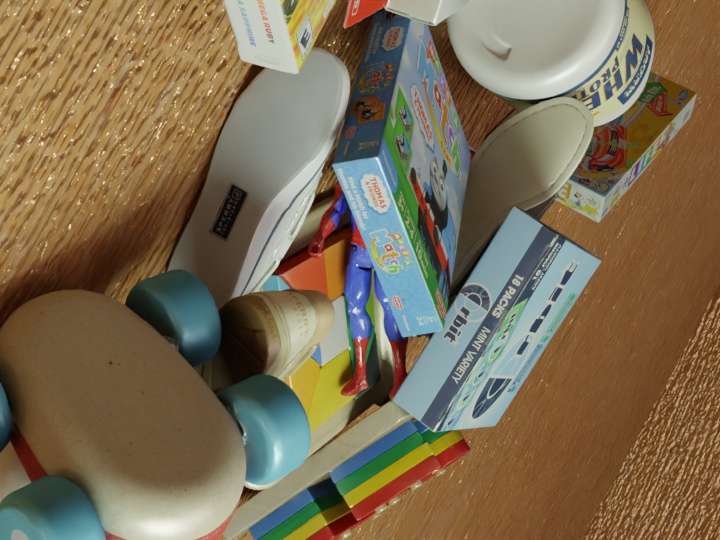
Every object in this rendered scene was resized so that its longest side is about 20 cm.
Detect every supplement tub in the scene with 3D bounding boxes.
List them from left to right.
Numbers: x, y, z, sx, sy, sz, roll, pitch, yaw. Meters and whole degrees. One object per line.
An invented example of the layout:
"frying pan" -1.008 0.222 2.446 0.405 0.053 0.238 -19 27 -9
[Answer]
"supplement tub" 0.166 -0.198 1.156 0.146 0.144 0.200 -63 158 6

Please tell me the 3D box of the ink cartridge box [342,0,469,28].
"ink cartridge box" 0.056 -0.256 0.877 0.174 0.043 0.202 -49 156 -64

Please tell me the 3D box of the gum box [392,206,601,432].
"gum box" 0.113 0.043 1.093 0.171 0.044 0.200 -58 162 7

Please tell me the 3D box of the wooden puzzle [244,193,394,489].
"wooden puzzle" -0.033 0.048 1.069 0.199 0.037 0.188 -28 118 -51

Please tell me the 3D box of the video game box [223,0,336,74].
"video game box" -0.026 -0.244 0.767 0.183 0.046 0.202 71 40 -59

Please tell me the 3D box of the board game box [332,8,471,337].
"board game box" 0.035 -0.078 0.979 0.201 0.036 0.152 -78 153 -48

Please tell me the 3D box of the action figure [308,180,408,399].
"action figure" 0.000 0.000 1.026 0.099 0.064 0.203 -24 113 -67

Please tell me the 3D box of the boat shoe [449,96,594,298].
"boat shoe" 0.114 -0.054 1.105 0.200 0.072 0.059 -48 156 11

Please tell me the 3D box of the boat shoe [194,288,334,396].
"boat shoe" -0.082 0.064 0.914 0.064 0.072 0.199 -16 171 -35

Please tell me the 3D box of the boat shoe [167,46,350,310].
"boat shoe" -0.064 -0.059 0.932 0.201 0.073 0.065 -56 164 14

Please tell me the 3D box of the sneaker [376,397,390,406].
"sneaker" 0.014 0.054 1.222 0.117 0.074 0.200 -65 157 3

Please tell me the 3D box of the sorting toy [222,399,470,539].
"sorting toy" 0.004 0.182 1.218 0.198 0.070 0.200 -37 169 18

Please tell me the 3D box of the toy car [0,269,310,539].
"toy car" -0.161 0.132 0.826 0.183 0.177 0.201 -24 151 -41

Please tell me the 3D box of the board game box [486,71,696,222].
"board game box" 0.231 -0.143 1.380 0.200 0.134 0.034 -45 153 -36

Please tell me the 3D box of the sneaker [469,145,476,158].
"sneaker" 0.077 -0.064 1.201 0.199 0.084 0.078 -10 127 -62

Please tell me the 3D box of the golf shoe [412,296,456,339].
"golf shoe" 0.071 0.007 1.228 0.200 0.072 0.093 -113 -158 -77
